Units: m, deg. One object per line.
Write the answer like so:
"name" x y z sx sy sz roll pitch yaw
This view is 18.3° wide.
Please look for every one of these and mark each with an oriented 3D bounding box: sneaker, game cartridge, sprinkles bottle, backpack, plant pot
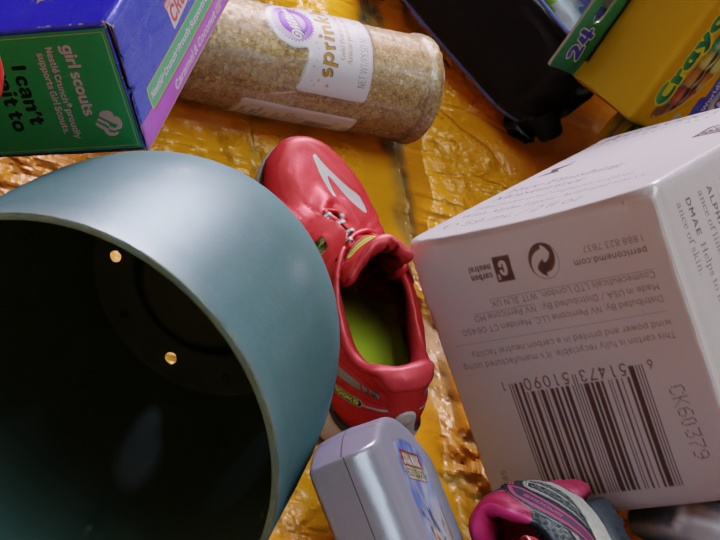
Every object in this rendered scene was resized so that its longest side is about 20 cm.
"sneaker" 0.111 0.194 1.085 0.075 0.081 0.200 9 46 -53
"sneaker" 0.000 0.000 1.185 0.077 0.085 0.200 -4 54 -25
"game cartridge" 0.025 0.134 1.020 0.200 0.042 0.133 39 33 -79
"sprinkles bottle" -0.051 -0.120 1.281 0.200 0.068 0.068 8 48 -30
"backpack" 0.130 -0.209 1.433 0.183 0.147 0.200 46 39 7
"plant pot" -0.100 0.036 1.013 0.201 0.201 0.161 38 32 1

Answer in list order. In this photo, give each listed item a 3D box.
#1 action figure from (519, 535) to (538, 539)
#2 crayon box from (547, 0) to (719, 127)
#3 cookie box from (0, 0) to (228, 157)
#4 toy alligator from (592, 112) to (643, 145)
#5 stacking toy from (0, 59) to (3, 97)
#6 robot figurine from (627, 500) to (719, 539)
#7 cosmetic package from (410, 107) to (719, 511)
"action figure" 0.160 0.178 1.034 0.200 0.065 0.099 5 58 -27
"crayon box" 0.208 -0.144 1.360 0.052 0.126 0.200 43 16 28
"cookie box" -0.178 -0.130 1.111 0.200 0.075 0.171 -2 37 20
"toy alligator" 0.178 -0.063 1.401 0.059 0.054 0.200 39 14 9
"stacking toy" -0.212 -0.034 0.985 0.085 0.200 0.085 19 44 -20
"robot figurine" 0.230 0.179 1.169 0.200 0.113 0.170 21 84 -17
"cosmetic package" 0.166 0.016 1.194 0.200 0.165 0.165 -28 102 -47
